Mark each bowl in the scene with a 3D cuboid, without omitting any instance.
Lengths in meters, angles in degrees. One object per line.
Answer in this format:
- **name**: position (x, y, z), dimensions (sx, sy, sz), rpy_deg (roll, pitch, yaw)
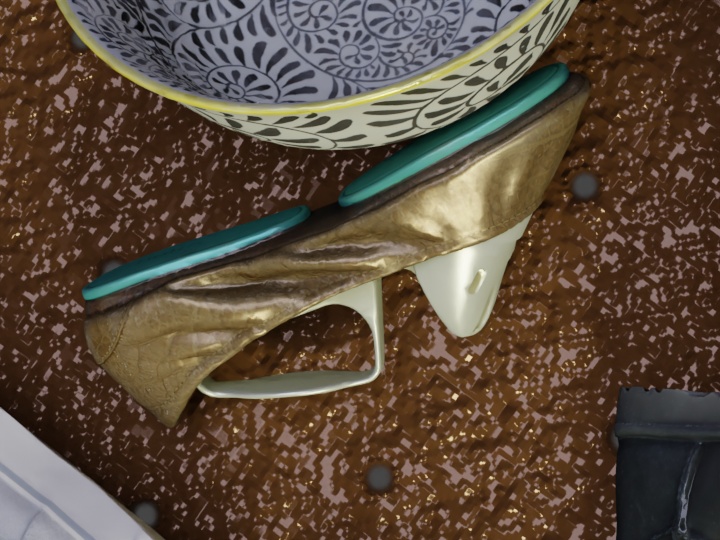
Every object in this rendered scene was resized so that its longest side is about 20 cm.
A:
- **bowl**: position (0.001, -0.110, 0.888), dimensions (0.200, 0.094, 0.202), rpy_deg (-7, 57, 12)

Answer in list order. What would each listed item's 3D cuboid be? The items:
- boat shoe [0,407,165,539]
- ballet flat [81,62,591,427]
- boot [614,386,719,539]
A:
- **boat shoe**: position (-0.112, 0.101, 0.917), dimensions (0.200, 0.072, 0.069), rpy_deg (37, 83, 15)
- **ballet flat**: position (0.000, 0.000, 0.912), dimensions (0.199, 0.068, 0.073), rpy_deg (-25, 99, 12)
- **boot**: position (0.141, 0.142, 0.835), dimensions (0.164, 0.065, 0.201), rpy_deg (0, 80, 47)
